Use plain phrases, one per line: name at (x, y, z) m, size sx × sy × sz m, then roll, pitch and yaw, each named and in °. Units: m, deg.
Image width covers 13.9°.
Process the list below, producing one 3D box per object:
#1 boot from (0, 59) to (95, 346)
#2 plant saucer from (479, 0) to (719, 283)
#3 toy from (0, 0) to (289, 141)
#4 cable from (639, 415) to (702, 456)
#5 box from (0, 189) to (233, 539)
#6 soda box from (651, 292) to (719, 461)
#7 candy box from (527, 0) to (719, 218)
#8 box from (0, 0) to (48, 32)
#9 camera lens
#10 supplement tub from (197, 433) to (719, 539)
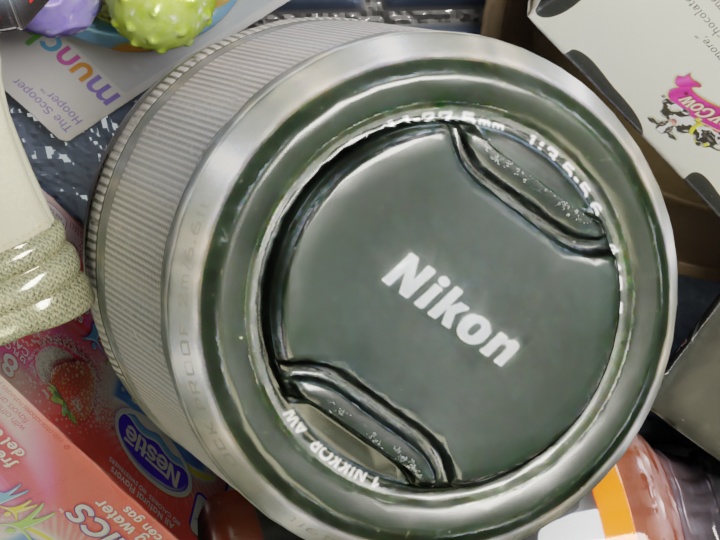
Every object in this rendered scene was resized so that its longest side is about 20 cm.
boot at (-0.195, -0.032, 0.961) m, size 0.200 × 0.072 × 0.155 m, roll -10°, pitch 113°, yaw 21°
plant saucer at (0.140, -0.077, 1.001) m, size 0.200 × 0.030 × 0.200 m, roll 4°, pitch 132°, yaw 5°
toy at (-0.074, -0.113, 0.989) m, size 0.200 × 0.047 × 0.115 m, roll -31°, pitch 119°, yaw 29°
cable at (0.111, 0.141, 1.189) m, size 0.163 × 0.051 × 0.200 m, roll 16°, pitch 127°, yaw -12°
box at (-0.101, 0.082, 1.127) m, size 0.095 × 0.103 × 0.200 m, roll -27°, pitch 123°, yaw 28°
soda box at (0.200, 0.071, 1.007) m, size 0.200 × 0.063 × 0.071 m, roll 37°, pitch 115°, yaw 5°
candy box at (0.171, -0.100, 0.918) m, size 0.200 × 0.061 × 0.136 m, roll -30°, pitch 121°, yaw 29°
box at (-0.209, -0.123, 0.979) m, size 0.200 × 0.035 × 0.110 m, roll -5°, pitch 119°, yaw 23°
camera lens at (0.000, 0.000, 0.946) m, size 0.160 × 0.200 × 0.160 m, roll -2°, pitch 97°, yaw -16°
supplement tub at (0.048, 0.112, 1.035) m, size 0.200 × 0.107 × 0.107 m, roll -11°, pitch 131°, yaw -6°
